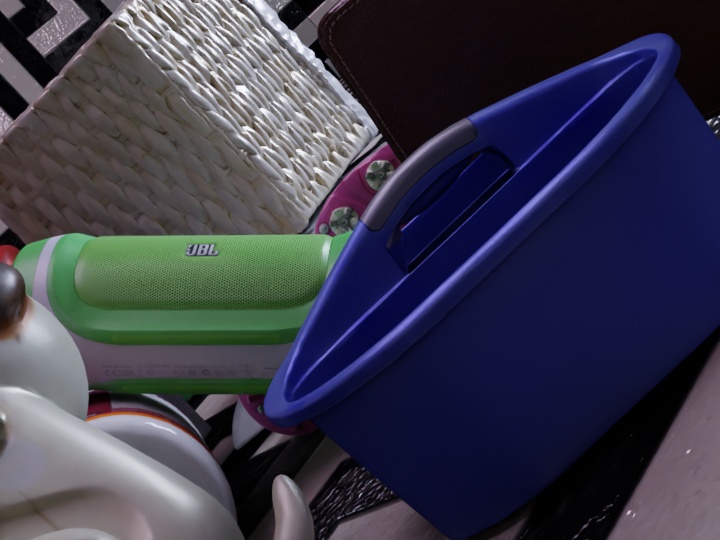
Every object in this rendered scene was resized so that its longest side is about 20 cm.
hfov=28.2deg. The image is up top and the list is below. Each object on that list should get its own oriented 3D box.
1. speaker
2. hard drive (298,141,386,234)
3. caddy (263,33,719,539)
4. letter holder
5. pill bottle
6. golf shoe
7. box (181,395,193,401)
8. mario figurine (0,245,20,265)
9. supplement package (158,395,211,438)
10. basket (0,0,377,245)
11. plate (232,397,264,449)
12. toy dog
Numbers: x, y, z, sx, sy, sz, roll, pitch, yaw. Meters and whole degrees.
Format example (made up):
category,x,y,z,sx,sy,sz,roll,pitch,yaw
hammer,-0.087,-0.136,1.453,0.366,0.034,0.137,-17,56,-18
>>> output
category,x,y,z,sx,sy,sz,roll,pitch,yaw
speaker,-0.076,0.022,0.739,0.198,0.089,0.089,0,17,6
hard drive,-0.026,-0.024,1.010,0.200,0.038,0.140,-36,11,49
caddy,0.051,-0.002,0.526,0.200,0.105,0.141,-43,10,1
letter holder,0.090,-0.130,0.609,0.199,0.142,0.101,-26,41,16
pill bottle,-0.128,0.120,0.757,0.110,0.110,0.200,-44,9,-7
golf shoe,0.000,0.000,0.821,0.201,0.075,0.092,-52,-2,4
box,-0.181,0.104,1.279,0.200,0.048,0.117,-46,8,0
mario figurine,-0.172,0.057,0.904,0.124,0.198,0.107,105,170,-45
supplement package,-0.213,0.153,0.983,0.114,0.110,0.200,-36,11,40
basket,-0.133,-0.085,1.007,0.198,0.200,0.161,-39,11,31
plate,-0.006,0.014,0.961,0.199,0.032,0.200,-42,8,16
toy dog,-0.135,0.088,0.573,0.193,0.200,0.140,-31,-31,-15
